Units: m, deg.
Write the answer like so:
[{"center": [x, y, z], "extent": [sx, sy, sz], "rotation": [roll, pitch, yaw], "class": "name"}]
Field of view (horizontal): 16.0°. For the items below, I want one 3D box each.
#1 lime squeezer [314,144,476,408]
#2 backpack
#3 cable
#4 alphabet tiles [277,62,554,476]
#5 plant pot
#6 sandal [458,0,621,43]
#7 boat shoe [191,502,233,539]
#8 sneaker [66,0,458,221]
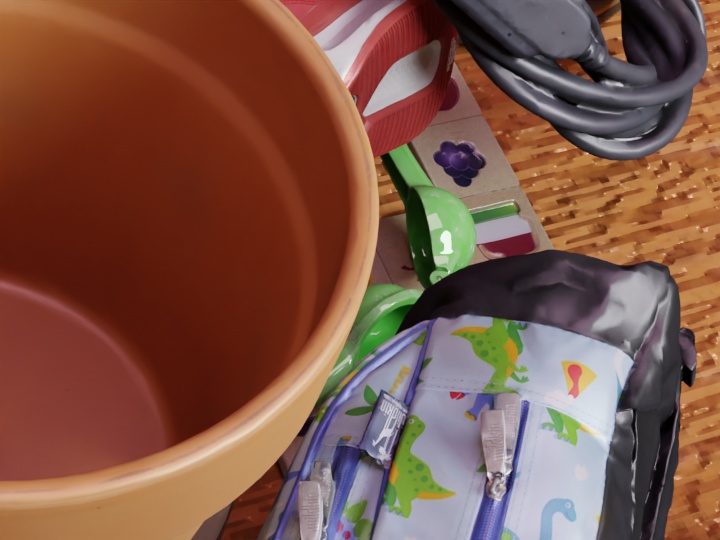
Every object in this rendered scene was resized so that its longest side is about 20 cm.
[{"center": [0.000, 0.000, 0.879], "extent": [0.071, 0.038, 0.200], "rotation": [25, 56, -7], "class": "lime squeezer"}, {"center": [0.023, 0.111, 0.758], "extent": [0.154, 0.163, 0.200], "rotation": [5, 61, -3], "class": "backpack"}, {"center": [0.053, -0.123, 0.910], "extent": [0.200, 0.051, 0.163], "rotation": [34, 28, -35], "class": "cable"}, {"center": [-0.023, 0.004, 0.900], "extent": [0.200, 0.008, 0.167], "rotation": [-13, 61, -24], "class": "alphabet tiles"}, {"center": [-0.105, 0.014, 0.683], "extent": [0.200, 0.140, 0.200], "rotation": [6, 52, -8], "class": "plant pot"}, {"center": [0.016, -0.140, 0.982], "extent": [0.200, 0.054, 0.080], "rotation": [16, 53, -6], "class": "sandal"}, {"center": [-0.090, 0.108, 0.750], "extent": [0.065, 0.072, 0.200], "rotation": [44, 45, -32], "class": "boat shoe"}, {"center": [-0.063, -0.065, 0.853], "extent": [0.116, 0.078, 0.200], "rotation": [22, 22, 27], "class": "sneaker"}]
